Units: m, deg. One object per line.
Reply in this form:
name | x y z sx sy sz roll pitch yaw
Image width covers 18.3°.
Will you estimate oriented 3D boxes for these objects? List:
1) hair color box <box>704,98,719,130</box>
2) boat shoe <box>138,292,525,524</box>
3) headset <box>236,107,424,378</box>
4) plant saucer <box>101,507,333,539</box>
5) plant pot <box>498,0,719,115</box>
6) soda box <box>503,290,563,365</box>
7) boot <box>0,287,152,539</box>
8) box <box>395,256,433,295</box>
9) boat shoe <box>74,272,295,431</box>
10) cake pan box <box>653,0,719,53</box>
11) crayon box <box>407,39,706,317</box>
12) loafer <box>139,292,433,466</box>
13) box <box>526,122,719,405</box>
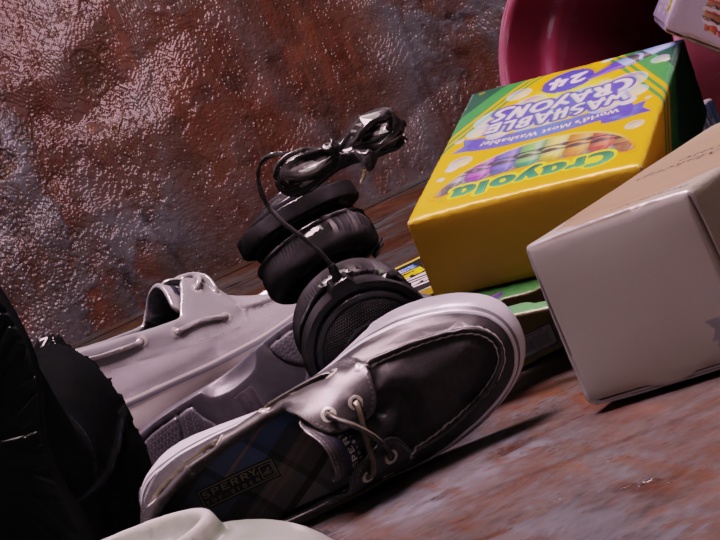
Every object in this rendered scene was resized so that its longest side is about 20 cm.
hair color box | 0.170 -0.049 1.458 0.100 0.061 0.200 -22 5 31
boat shoe | -0.015 0.076 1.011 0.199 0.070 0.066 -24 13 10
headset | 0.000 0.000 1.080 0.094 0.124 0.200 -30 -35 -3
plant saucer | -0.095 0.136 0.853 0.199 0.051 0.200 -25 5 2
plant pot | 0.237 -0.165 1.737 0.178 0.202 0.199 -8 -7 -38
soda box | 0.151 -0.019 1.210 0.199 0.064 0.068 -25 5 -10
boot | -0.158 0.069 1.074 0.073 0.199 0.163 -21 12 9
box | -0.008 0.046 1.408 0.159 0.050 0.200 -23 5 -3
boat shoe | -0.101 0.038 1.276 0.199 0.069 0.072 -27 7 -31
cake pan box | 0.256 -0.117 1.191 0.184 0.199 0.053 -49 -20 -78
crayon box | 0.102 -0.047 1.145 0.125 0.052 0.200 -13 24 21
loafer | -0.035 0.066 1.215 0.199 0.072 0.063 -27 0 7
box | 0.169 -0.018 1.015 0.095 0.078 0.200 -20 7 37
